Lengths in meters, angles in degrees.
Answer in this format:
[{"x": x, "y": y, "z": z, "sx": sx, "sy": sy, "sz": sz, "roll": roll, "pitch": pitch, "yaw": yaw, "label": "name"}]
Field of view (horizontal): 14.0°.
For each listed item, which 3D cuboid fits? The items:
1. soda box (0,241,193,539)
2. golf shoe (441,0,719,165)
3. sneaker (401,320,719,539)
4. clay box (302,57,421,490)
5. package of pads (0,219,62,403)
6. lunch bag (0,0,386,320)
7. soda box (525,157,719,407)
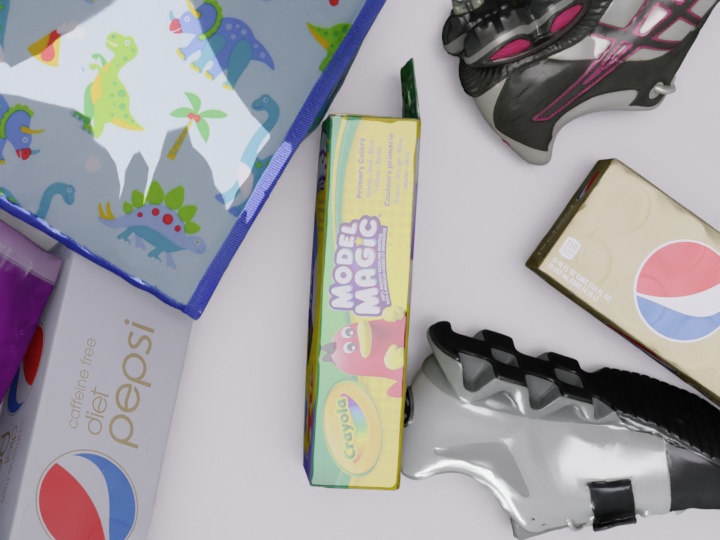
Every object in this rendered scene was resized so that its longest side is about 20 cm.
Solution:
[{"x": -0.132, "y": 0.084, "z": 1.379, "sx": 0.068, "sy": 0.064, "sz": 0.201, "roll": 19, "pitch": 67, "yaw": -21, "label": "soda box"}, {"x": 0.140, "y": -0.131, "z": 1.437, "sx": 0.200, "sy": 0.077, "sz": 0.088, "roll": -28, "pitch": 112, "yaw": 0, "label": "golf shoe"}, {"x": 0.113, "y": 0.095, "z": 1.438, "sx": 0.199, "sy": 0.074, "sz": 0.089, "roll": 18, "pitch": 109, "yaw": -5, "label": "sneaker"}, {"x": 0.000, "y": 0.000, "z": 1.401, "sx": 0.047, "sy": 0.115, "sz": 0.201, "roll": 2, "pitch": 90, "yaw": -3, "label": "clay box"}, {"x": -0.242, "y": -0.002, "z": 1.327, "sx": 0.200, "sy": 0.076, "sz": 0.121, "roll": 37, "pitch": 55, "yaw": -26, "label": "package of pads"}, {"x": -0.099, "y": -0.099, "z": 1.380, "sx": 0.170, "sy": 0.127, "sz": 0.200, "roll": 30, "pitch": 71, "yaw": -3, "label": "lunch bag"}, {"x": 0.182, "y": 0.029, "z": 1.437, "sx": 0.200, "sy": 0.064, "sz": 0.068, "roll": 35, "pitch": 89, "yaw": -2, "label": "soda box"}]
